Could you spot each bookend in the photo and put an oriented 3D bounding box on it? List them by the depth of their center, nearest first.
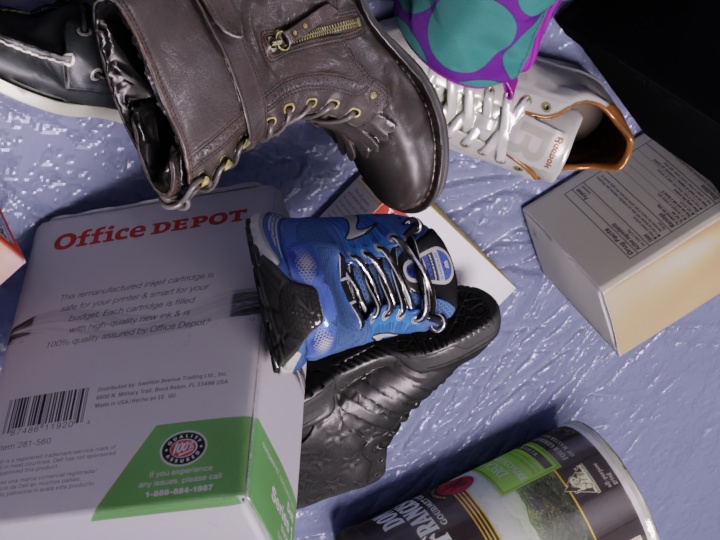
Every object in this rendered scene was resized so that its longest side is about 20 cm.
[{"bbox_3d":[0.239,-0.082,0.824,0.092,0.199,0.200,-42,121,3],"label":"bookend"}]

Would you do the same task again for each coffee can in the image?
[{"bbox_3d":[0.101,0.218,1.034,0.199,0.147,0.147,-23,132,-14],"label":"coffee can"}]

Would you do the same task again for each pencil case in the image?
[{"bbox_3d":[0.101,-0.184,0.728,0.092,0.085,0.200,36,133,-8],"label":"pencil case"}]

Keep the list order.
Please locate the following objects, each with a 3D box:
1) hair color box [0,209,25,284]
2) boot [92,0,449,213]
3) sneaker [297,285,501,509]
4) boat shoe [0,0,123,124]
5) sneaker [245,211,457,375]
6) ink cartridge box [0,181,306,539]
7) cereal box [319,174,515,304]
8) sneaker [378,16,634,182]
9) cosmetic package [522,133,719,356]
[{"bbox_3d":[-0.271,-0.037,0.674,0.111,0.064,0.200,-42,135,2],"label":"hair color box"},{"bbox_3d":[-0.046,-0.081,0.704,0.174,0.069,0.201,-46,118,-41],"label":"boot"},{"bbox_3d":[0.000,0.087,0.882,0.198,0.060,0.105,-22,131,-8],"label":"sneaker"},{"bbox_3d":[-0.126,-0.111,0.698,0.198,0.075,0.066,18,111,-39],"label":"boat shoe"},{"bbox_3d":[0.000,0.000,0.703,0.088,0.200,0.079,-10,96,12],"label":"sneaker"},{"bbox_3d":[-0.105,0.062,0.728,0.145,0.201,0.085,-8,137,12],"label":"ink cartridge box"},{"bbox_3d":[-0.011,0.040,0.905,0.200,0.040,0.144,-45,134,7],"label":"cereal box"},{"bbox_3d":[0.079,-0.097,0.824,0.198,0.085,0.073,4,122,-28],"label":"sneaker"},{"bbox_3d":[0.221,-0.043,0.939,0.199,0.105,0.071,-31,134,-5],"label":"cosmetic package"}]
